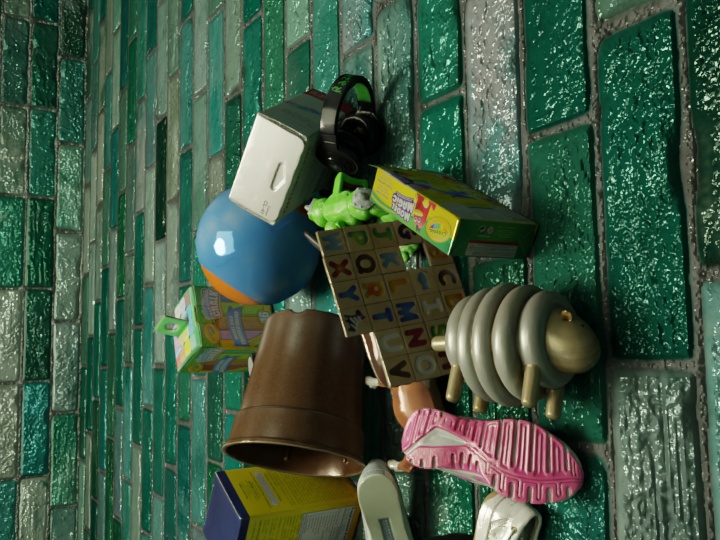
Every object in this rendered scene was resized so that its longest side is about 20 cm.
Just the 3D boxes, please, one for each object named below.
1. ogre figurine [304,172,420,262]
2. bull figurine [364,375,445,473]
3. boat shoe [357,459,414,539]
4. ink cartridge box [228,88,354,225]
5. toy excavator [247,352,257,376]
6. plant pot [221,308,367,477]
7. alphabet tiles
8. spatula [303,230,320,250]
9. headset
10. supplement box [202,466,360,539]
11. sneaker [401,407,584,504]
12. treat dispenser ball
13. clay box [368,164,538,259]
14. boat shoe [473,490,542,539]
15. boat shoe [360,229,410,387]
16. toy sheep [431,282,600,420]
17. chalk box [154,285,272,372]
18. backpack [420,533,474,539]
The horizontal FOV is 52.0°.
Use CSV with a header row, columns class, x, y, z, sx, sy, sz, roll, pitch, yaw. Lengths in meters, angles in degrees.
class,x,y,z,sx,sy,sz,roll,pitch,yaw
ogre figurine,0.004,-0.069,1.000,0.098,0.120,0.200,-63,31,1
bull figurine,0.066,0.160,0.947,0.121,0.065,0.201,-46,48,51
boat shoe,0.040,0.344,0.972,0.072,0.070,0.201,-66,-34,-77
ink cartridge box,-0.098,-0.176,1.105,0.085,0.200,0.148,29,119,8
toy excavator,-0.135,0.255,1.247,0.200,0.100,0.195,113,147,-50
plant pot,-0.079,0.172,1.045,0.200,0.200,0.199,-32,45,52
alphabet tiles,0.050,0.033,0.873,0.008,0.167,0.201,128,129,-60
spatula,0.000,0.000,0.993,0.200,0.057,0.021,32,90,19
headset,-0.027,-0.182,1.060,0.094,0.124,0.200,13,129,24
supplement box,-0.114,0.360,1.087,0.109,0.200,0.109,39,120,52
sneaker,0.149,0.198,0.803,0.200,0.088,0.082,10,80,36
treat dispenser ball,-0.164,-0.043,1.195,0.201,0.200,0.202,-6,83,57
clay box,0.097,-0.073,0.865,0.200,0.115,0.048,41,122,52
boat shoe,0.152,0.342,0.788,0.069,0.071,0.201,14,98,58
boat shoe,0.021,0.050,0.910,0.070,0.070,0.201,-23,61,32
toy sheep,0.150,0.078,0.757,0.200,0.138,0.138,-3,85,41
chalk box,-0.271,0.110,1.354,0.124,0.200,0.124,-44,52,47
backpack,0.069,0.422,0.855,0.154,0.163,0.201,-30,70,63
